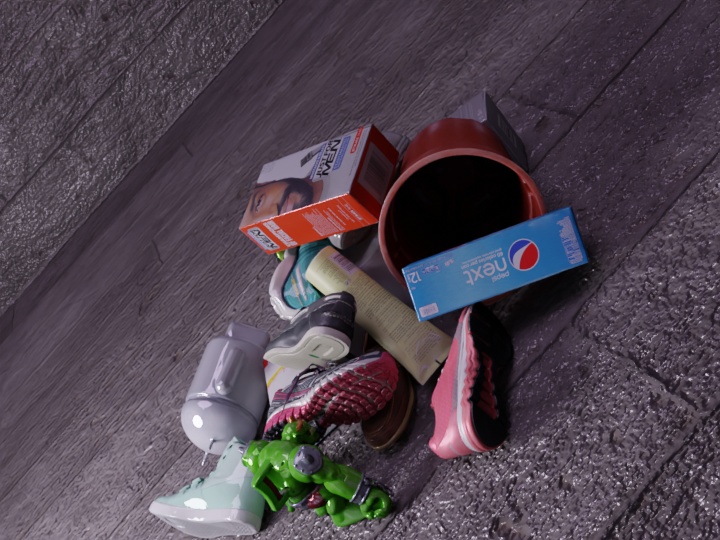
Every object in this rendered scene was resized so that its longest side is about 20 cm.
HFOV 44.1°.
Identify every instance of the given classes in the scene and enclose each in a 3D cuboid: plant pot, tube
[{"bbox_3d":[0.122,-0.090,1.111,0.200,0.201,0.196,-37,20,19],"label":"plant pot"},{"bbox_3d":[0.020,0.051,1.073,0.058,0.199,0.052,-54,-14,8],"label":"tube"}]

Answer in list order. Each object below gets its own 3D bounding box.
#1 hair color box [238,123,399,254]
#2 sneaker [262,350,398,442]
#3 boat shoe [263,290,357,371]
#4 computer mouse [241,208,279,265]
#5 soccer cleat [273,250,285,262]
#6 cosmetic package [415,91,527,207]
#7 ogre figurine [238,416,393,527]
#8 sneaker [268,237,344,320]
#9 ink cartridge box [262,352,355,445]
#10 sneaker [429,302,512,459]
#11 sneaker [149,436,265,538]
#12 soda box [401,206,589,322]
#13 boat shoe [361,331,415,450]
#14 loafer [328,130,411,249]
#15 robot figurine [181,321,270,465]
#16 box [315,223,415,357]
[{"bbox_3d":[-0.054,-0.100,1.121,0.198,0.064,0.113,-15,47,41],"label":"hair color box"},{"bbox_3d":[-0.041,0.139,1.037,0.198,0.080,0.076,-30,38,30],"label":"sneaker"},{"bbox_3d":[-0.061,0.080,1.088,0.199,0.071,0.069,-33,40,57],"label":"boat shoe"},{"bbox_3d":[-0.111,-0.012,1.340,0.034,0.202,0.058,-38,15,-18],"label":"computer mouse"},{"bbox_3d":[-0.079,-0.078,1.300,0.081,0.067,0.202,-44,17,51],"label":"soccer cleat"},{"bbox_3d":[0.126,-0.141,1.254,0.198,0.107,0.091,-31,30,26],"label":"cosmetic package"},{"bbox_3d":[-0.061,0.235,1.005,0.099,0.120,0.199,-52,28,-10],"label":"ogre figurine"},{"bbox_3d":[-0.055,-0.017,1.178,0.078,0.078,0.203,-7,49,26],"label":"sneaker"},{"bbox_3d":[-0.068,0.136,1.211,0.116,0.067,0.201,-43,26,9],"label":"ink cartridge box"},{"bbox_3d":[0.109,0.115,0.967,0.086,0.074,0.202,-33,28,35],"label":"sneaker"},{"bbox_3d":[-0.192,0.286,1.183,0.197,0.074,0.120,-11,49,36],"label":"sneaker"},{"bbox_3d":[0.150,-0.008,0.993,0.196,0.065,0.068,-20,1,12],"label":"soda box"},{"bbox_3d":[0.023,0.127,1.084,0.071,0.068,0.202,-30,31,30],"label":"boat shoe"},{"bbox_3d":[0.002,-0.111,1.184,0.069,0.071,0.201,22,54,15],"label":"loafer"},{"bbox_3d":[-0.188,0.176,1.278,0.171,0.110,0.203,97,-171,-57],"label":"robot figurine"},{"bbox_3d":[0.000,0.000,1.249,0.152,0.106,0.201,-42,26,9],"label":"box"}]
